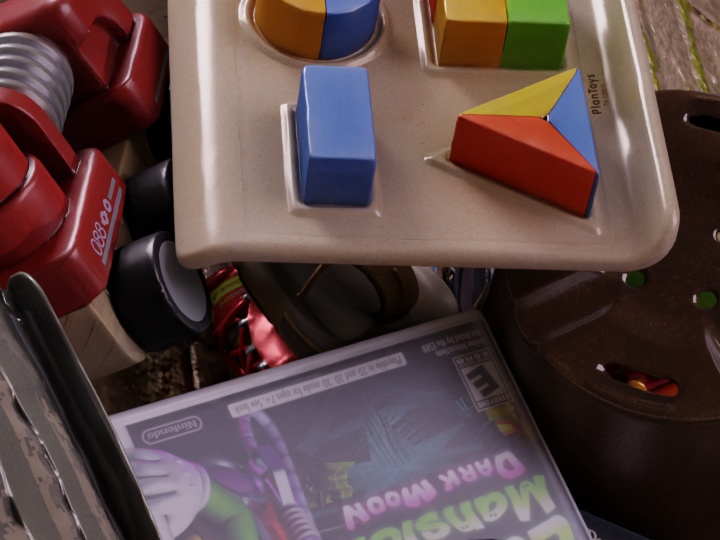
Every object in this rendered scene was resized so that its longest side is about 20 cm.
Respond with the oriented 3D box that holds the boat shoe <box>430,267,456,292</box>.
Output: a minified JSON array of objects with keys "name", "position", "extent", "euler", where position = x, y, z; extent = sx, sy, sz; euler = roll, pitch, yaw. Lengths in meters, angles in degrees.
[{"name":"boat shoe","position":[0.018,-0.013,1.365],"extent":[0.072,0.072,0.200],"euler":[34,35,-44]}]

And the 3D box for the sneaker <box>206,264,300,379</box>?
[{"name":"sneaker","position":[-0.045,0.040,1.211],"extent":[0.085,0.077,0.200],"euler":[47,18,-13]}]

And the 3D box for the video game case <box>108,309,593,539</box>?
[{"name":"video game case","position":[0.000,0.120,1.057],"extent":[0.200,0.023,0.182],"euler":[-15,70,-28]}]

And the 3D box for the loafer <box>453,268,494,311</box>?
[{"name":"loafer","position":[0.097,0.067,1.302],"extent":[0.072,0.063,0.200],"euler":[0,69,-26]}]

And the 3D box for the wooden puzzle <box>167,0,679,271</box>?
[{"name":"wooden puzzle","position":[0.022,-0.079,1.089],"extent":[0.046,0.200,0.185],"euler":[93,-6,-48]}]

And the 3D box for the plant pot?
[{"name":"plant pot","position":[0.136,0.028,1.179],"extent":[0.198,0.200,0.200],"euler":[82,-11,-69]}]

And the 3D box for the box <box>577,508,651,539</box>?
[{"name":"box","position":[0.101,0.225,1.149],"extent":[0.148,0.107,0.200],"euler":[25,56,-38]}]

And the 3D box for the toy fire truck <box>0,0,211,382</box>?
[{"name":"toy fire truck","position":[-0.159,-0.062,1.076],"extent":[0.200,0.129,0.176],"euler":[55,24,-31]}]

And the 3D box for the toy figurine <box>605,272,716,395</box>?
[{"name":"toy figurine","position":[0.157,0.113,1.414],"extent":[0.200,0.150,0.184],"euler":[55,32,-22]}]

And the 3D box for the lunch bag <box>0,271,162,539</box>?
[{"name":"lunch bag","position":[-0.139,0.088,0.929],"extent":[0.164,0.118,0.200],"euler":[64,15,8]}]

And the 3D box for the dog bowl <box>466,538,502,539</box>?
[{"name":"dog bowl","position":[0.066,0.199,0.992],"extent":[0.200,0.074,0.200],"euler":[5,80,-26]}]

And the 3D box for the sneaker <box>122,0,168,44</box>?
[{"name":"sneaker","position":[-0.079,-0.102,1.293],"extent":[0.200,0.075,0.087],"euler":[22,39,-52]}]

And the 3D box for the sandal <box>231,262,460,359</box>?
[{"name":"sandal","position":[0.000,0.000,1.191],"extent":[0.080,0.054,0.200],"euler":[53,20,19]}]
